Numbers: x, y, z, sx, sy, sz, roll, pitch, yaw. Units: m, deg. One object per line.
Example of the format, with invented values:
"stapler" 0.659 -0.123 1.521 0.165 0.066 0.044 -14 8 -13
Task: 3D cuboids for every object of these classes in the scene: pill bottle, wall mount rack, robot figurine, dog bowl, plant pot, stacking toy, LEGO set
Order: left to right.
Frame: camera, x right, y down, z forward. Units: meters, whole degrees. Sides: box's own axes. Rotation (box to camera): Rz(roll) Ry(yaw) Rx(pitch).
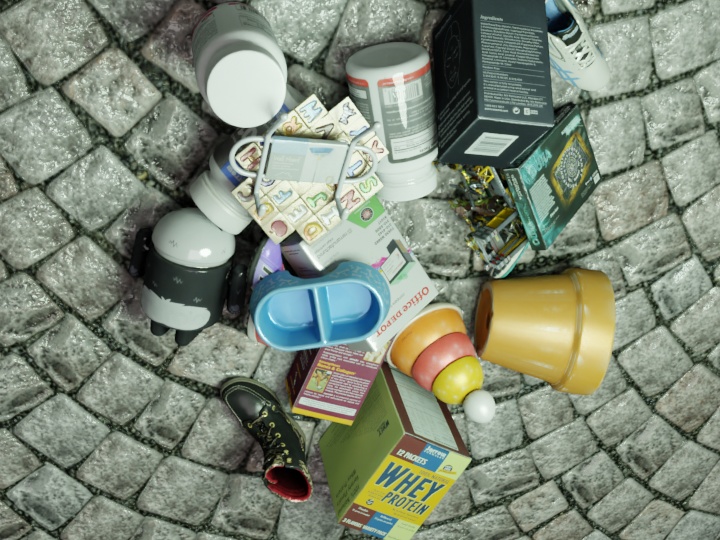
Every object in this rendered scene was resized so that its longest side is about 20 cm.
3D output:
"robot figurine" -0.250 0.006 1.361 0.150 0.125 0.201 2 119 -25
"pill bottle" -0.153 -0.260 1.186 0.113 0.200 0.114 -5 120 -9
"pill bottle" -0.137 -0.152 1.302 0.200 0.114 0.114 -44 119 12
"wall mount rack" -0.060 -0.142 1.183 0.199 0.075 0.174 2 135 -18
"dog bowl" -0.056 0.054 1.294 0.199 0.050 0.112 -8 108 1
"pill bottle" 0.049 -0.206 1.313 0.115 0.116 0.201 -13 121 -6
"stacking toy" 0.143 0.163 1.478 0.146 0.200 0.146 -23 145 -17
"LEGO set" 0.167 -0.093 1.379 0.116 0.154 0.200 -41 130 -15
"plant pot" 0.284 0.088 1.497 0.182 0.200 0.201 7 118 -4

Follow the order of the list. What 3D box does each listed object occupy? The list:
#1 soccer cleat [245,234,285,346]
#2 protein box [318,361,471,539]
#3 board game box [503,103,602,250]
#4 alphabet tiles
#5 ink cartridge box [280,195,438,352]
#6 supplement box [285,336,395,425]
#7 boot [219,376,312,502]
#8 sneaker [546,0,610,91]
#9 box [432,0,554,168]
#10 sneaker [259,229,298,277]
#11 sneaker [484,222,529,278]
"soccer cleat" -0.122 0.033 1.357 0.073 0.068 0.201 20 131 13
"protein box" 0.050 0.298 1.546 0.135 0.200 0.199 25 110 -24
"board game box" 0.286 -0.140 1.375 0.200 0.028 0.136 -45 120 -38
"alphabet tiles" -0.066 -0.131 1.252 0.200 0.006 0.167 -39 118 1
"ink cartridge box" 0.000 0.000 1.378 0.145 0.084 0.200 -41 107 -23
"supplement box" -0.032 0.137 1.504 0.110 0.086 0.201 16 114 -21
"boot" -0.147 0.274 1.516 0.073 0.151 0.200 -33 121 6
"sneaker" 0.295 -0.324 1.330 0.072 0.073 0.200 -42 121 10
"box" 0.171 -0.257 1.240 0.107 0.148 0.201 3 75 -15
"sneaker" -0.098 -0.003 1.426 0.090 0.066 0.201 -16 120 -14
"sneaker" 0.271 -0.065 1.471 0.079 0.078 0.200 24 111 -33
